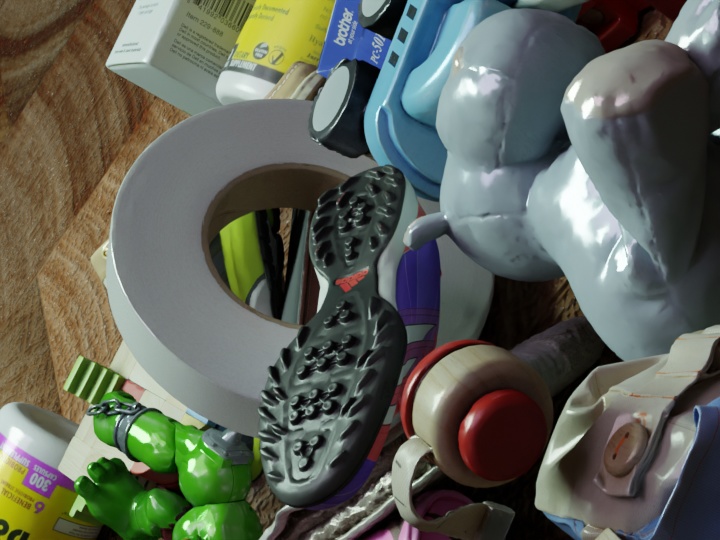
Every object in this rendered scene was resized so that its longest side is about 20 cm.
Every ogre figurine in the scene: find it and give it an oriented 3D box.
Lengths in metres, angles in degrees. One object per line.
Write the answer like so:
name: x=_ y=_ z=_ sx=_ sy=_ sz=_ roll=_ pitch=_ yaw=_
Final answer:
ogre figurine: x=-0.102 y=0.165 z=0.920 sx=0.120 sy=0.098 sz=0.201 roll=-16 pitch=59 yaw=40

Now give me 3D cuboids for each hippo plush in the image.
hippo plush: x=0.116 y=-0.038 z=0.684 sx=0.161 sy=0.159 sz=0.201 roll=26 pitch=127 yaw=52

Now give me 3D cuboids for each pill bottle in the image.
pill bottle: x=-0.007 y=-0.181 z=1.058 sx=0.111 sy=0.111 sz=0.200 roll=13 pitch=76 yaw=61
pill bottle: x=-0.251 y=0.202 z=1.129 sx=0.200 sy=0.104 sz=0.104 roll=-62 pitch=29 yaw=0

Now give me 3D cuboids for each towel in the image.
towel: x=0.024 y=0.092 z=0.774 sx=0.200 sy=0.035 sz=0.132 roll=-41 pitch=-9 yaw=30

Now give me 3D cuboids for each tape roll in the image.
tape roll: x=-0.030 y=-0.004 z=0.827 sx=0.037 sy=0.202 sz=0.203 roll=109 pitch=168 yaw=-51

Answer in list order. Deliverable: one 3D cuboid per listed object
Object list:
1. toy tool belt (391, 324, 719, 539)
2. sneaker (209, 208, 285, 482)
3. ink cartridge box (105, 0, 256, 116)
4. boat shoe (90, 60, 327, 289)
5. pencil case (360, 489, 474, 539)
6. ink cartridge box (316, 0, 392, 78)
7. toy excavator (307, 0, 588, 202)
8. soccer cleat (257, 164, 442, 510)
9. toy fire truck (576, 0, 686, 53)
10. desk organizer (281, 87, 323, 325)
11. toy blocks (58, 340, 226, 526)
toy tool belt: x=0.121 y=0.081 z=0.534 sx=0.125 sy=0.200 sz=0.123 roll=-68 pitch=26 yaw=7
sneaker: x=-0.083 y=0.028 z=0.937 sx=0.074 sy=0.081 sz=0.201 roll=-59 pitch=-36 yaw=-73
ink cartridge box: x=-0.067 y=-0.200 z=1.137 sx=0.084 sy=0.146 sz=0.200 roll=9 pitch=72 yaw=61
boat shoe: x=-0.096 y=-0.057 z=0.981 sx=0.200 sy=0.069 sz=0.074 roll=-50 pitch=-10 yaw=12
pencil case: x=-0.006 y=0.191 z=0.763 sx=0.200 sy=0.094 sz=0.091 roll=-43 pitch=-11 yaw=32
ink cartridge box: x=0.047 y=-0.199 z=0.954 sx=0.200 sy=0.044 sz=0.094 roll=-55 pitch=-8 yaw=-33
toy excavator: x=0.082 y=-0.124 z=0.755 sx=0.200 sy=0.100 sz=0.195 roll=9 pitch=77 yaw=65
soccer cleat: x=0.006 y=0.037 z=0.715 sx=0.068 sy=0.073 sz=0.200 roll=-20 pitch=35 yaw=24
toy fire truck: x=0.116 y=-0.115 z=0.865 sx=0.200 sy=0.049 sz=0.141 roll=-20 pitch=49 yaw=51
desk organizer: x=0.000 y=0.000 z=0.903 sx=0.072 sy=0.077 sz=0.200 roll=111 pitch=166 yaw=-52
toy blocks: x=-0.110 y=0.090 z=1.029 sx=0.137 sy=0.100 sz=0.200 roll=21 pitch=83 yaw=50
